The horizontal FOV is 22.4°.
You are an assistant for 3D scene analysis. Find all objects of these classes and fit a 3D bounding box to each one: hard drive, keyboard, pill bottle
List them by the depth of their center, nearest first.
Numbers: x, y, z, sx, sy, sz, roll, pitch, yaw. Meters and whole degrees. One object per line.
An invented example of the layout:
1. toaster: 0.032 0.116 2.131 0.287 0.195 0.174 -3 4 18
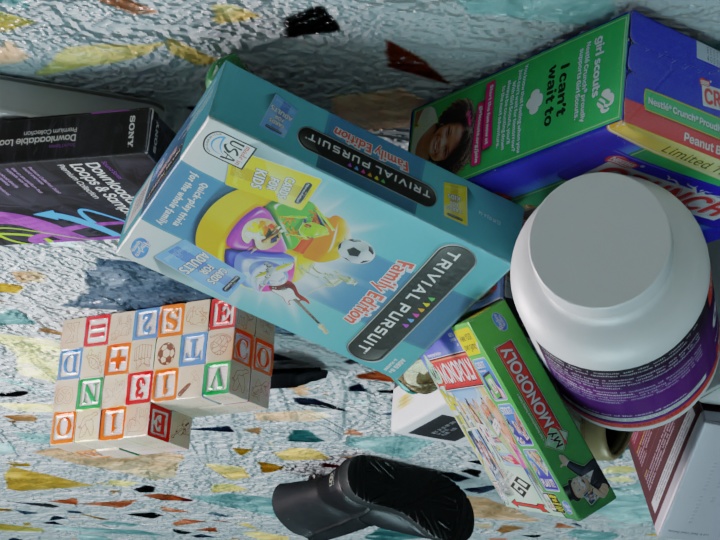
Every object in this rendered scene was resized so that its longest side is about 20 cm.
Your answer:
1. pill bottle: 0.149 0.017 1.049 0.111 0.114 0.200 -1 161 13
2. hard drive: -0.211 -0.075 1.228 0.130 0.027 0.200 8 161 -13
3. keyboard: -0.138 0.094 1.723 0.198 0.040 0.104 -5 -177 22

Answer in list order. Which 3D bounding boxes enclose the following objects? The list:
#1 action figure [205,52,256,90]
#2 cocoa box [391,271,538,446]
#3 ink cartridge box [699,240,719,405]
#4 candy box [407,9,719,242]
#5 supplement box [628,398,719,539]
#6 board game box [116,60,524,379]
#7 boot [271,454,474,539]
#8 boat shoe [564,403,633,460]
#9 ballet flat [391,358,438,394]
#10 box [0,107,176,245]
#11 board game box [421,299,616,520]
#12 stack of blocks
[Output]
1. action figure: -0.026 -0.070 1.132 0.200 0.055 0.118 39 177 -39
2. cocoa box: 0.121 0.049 1.359 0.132 0.133 0.200 12 160 -18
3. ink cartridge box: 0.318 0.002 1.157 0.145 0.148 0.200 8 161 -13
4. candy box: 0.151 -0.068 1.095 0.168 0.078 0.199 18 156 -33
5. supplement box: 0.234 0.088 1.313 0.060 0.201 0.110 7 125 -12
6. board game box: -0.026 -0.024 1.084 0.199 0.047 0.151 25 141 -15
7. boot: 0.013 0.281 2.149 0.199 0.077 0.168 23 151 -28
8. boat shoe: 0.186 0.038 1.207 0.066 0.201 0.074 17 166 44
9. ballet flat: 0.000 0.000 1.279 0.200 0.071 0.065 43 121 -10
10. box: -0.197 -0.057 1.182 0.198 0.036 0.143 -4 160 18
11. board game box: 0.092 0.090 1.158 0.029 0.135 0.200 -31 179 -9
12. stack of blocks: -0.173 0.095 1.584 0.198 0.116 0.058 -9 158 32
